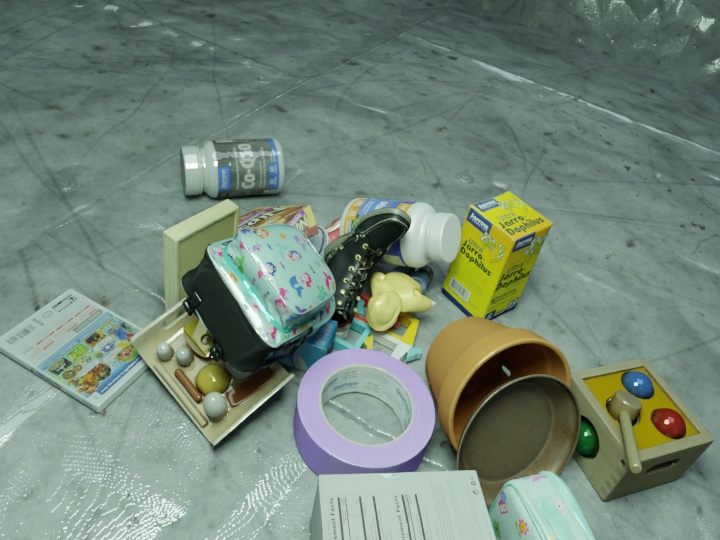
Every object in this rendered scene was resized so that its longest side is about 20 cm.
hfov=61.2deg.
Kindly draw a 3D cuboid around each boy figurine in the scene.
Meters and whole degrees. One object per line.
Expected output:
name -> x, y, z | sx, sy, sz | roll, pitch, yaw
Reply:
boy figurine -> 0.070, 0.042, 1.050 | 0.123, 0.065, 0.200 | 24, 29, 12

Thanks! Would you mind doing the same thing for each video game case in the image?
video game case -> -0.412, 0.113, 0.906 | 0.198, 0.018, 0.143 | 25, 41, 14

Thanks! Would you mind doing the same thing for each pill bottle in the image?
pill bottle -> -0.263, -0.209, 1.243 | 0.197, 0.115, 0.114 | -8, 44, -22
pill bottle -> 0.071, -0.066, 1.069 | 0.197, 0.114, 0.112 | 8, 33, 34

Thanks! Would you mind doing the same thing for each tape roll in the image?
tape roll -> 0.004, 0.209, 0.871 | 0.197, 0.066, 0.202 | 8, 40, -7

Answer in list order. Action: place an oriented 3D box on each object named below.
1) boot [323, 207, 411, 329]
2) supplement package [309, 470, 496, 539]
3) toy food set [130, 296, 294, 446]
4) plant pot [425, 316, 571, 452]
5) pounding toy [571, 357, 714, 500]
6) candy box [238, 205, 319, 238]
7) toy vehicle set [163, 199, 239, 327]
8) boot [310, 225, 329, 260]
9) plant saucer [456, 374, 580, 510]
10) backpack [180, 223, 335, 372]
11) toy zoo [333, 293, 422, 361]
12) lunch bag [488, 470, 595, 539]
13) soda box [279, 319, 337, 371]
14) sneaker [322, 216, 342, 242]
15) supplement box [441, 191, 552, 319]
boot -> 0.001, 0.001, 0.973 | 0.073, 0.203, 0.156 | 30, 52, -27
supplement package -> 0.044, 0.317, 0.718 | 0.196, 0.115, 0.110 | 2, 40, -11
toy food set -> -0.209, 0.126, 0.859 | 0.143, 0.061, 0.200 | -39, 72, -20
plant pot -> 0.184, 0.160, 0.891 | 0.197, 0.203, 0.140 | -6, 23, -21
pounding toy -> 0.388, 0.230, 0.888 | 0.197, 0.144, 0.185 | -6, 43, -21
candy box -> -0.173, -0.067, 1.060 | 0.116, 0.057, 0.199 | -30, 21, -30
toy vehicle set -> -0.244, 0.001, 0.938 | 0.026, 0.202, 0.124 | 31, 42, 21
boot -> -0.103, -0.015, 1.036 | 0.072, 0.091, 0.202 | 18, 58, 5
plant saucer -> 0.207, 0.226, 0.821 | 0.197, 0.204, 0.037 | -6, 18, -21
backpack -> -0.124, 0.027, 0.849 | 0.179, 0.150, 0.199 | 54, 24, 10
toy zoo -> 0.014, 0.100, 1.033 | 0.198, 0.021, 0.131 | 25, 41, 13
lunch bag -> 0.222, 0.346, 0.694 | 0.076, 0.162, 0.201 | -6, 42, -20
soda box -> -0.140, 0.094, 0.960 | 0.197, 0.068, 0.065 | 18, 42, 6
sneaker -> -0.051, -0.043, 1.157 | 0.197, 0.074, 0.087 | -15, 57, -20
supplement box -> 0.239, -0.020, 1.091 | 0.108, 0.202, 0.109 | -21, 50, -33
